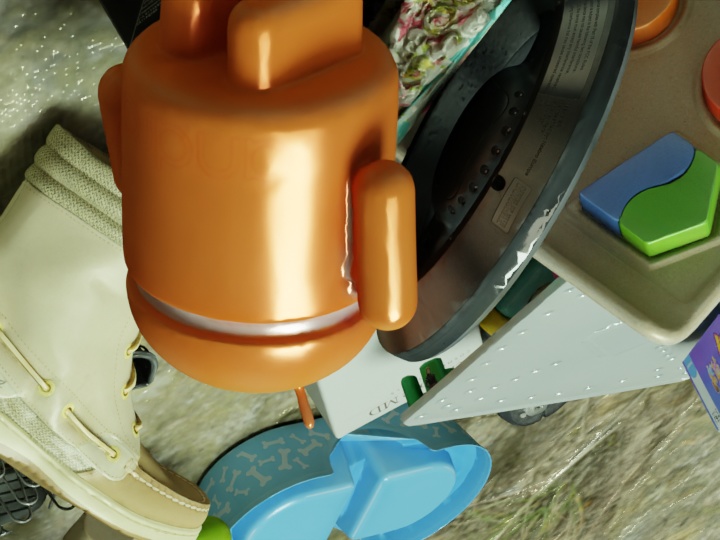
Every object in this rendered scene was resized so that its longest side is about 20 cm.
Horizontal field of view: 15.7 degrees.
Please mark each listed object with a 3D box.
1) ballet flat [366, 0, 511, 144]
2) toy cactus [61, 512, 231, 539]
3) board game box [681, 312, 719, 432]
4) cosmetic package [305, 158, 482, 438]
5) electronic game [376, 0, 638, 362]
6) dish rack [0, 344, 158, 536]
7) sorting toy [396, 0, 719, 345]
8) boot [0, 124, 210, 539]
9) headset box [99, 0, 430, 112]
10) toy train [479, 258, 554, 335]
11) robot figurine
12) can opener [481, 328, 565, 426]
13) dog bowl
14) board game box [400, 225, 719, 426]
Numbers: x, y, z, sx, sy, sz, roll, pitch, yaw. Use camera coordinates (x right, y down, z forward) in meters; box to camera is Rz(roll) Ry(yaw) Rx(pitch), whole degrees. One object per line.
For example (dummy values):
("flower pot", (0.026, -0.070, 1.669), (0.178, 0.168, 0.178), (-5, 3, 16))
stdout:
("ballet flat", (0.001, -0.087, 1.149), (0.064, 0.076, 0.200), (24, 122, -18))
("toy cactus", (-0.152, 0.167, 1.453), (0.200, 0.102, 0.165), (-13, 154, -23))
("board game box", (0.250, 0.012, 1.316), (0.134, 0.045, 0.200), (-23, 166, -12))
("cosmetic package", (0.000, 0.000, 1.407), (0.101, 0.071, 0.200), (-29, 150, -7))
("electronic game", (0.061, -0.051, 1.138), (0.042, 0.200, 0.200), (27, 124, -13))
("dish rack", (-0.204, 0.100, 1.383), (0.153, 0.055, 0.200), (-11, 144, -31))
("sorting toy", (0.137, -0.084, 1.249), (0.200, 0.185, 0.036), (-46, 155, -16))
("boot", (-0.118, 0.035, 1.279), (0.200, 0.073, 0.156), (37, 88, -31))
("headset box", (-0.019, -0.125, 1.200), (0.149, 0.075, 0.200), (-36, 150, 7))
("toy train", (0.127, -0.031, 1.436), (0.150, 0.056, 0.200), (-20, 129, -17))
("robot figurine", (-0.044, -0.035, 1.089), (0.144, 0.117, 0.200), (4, 120, 3))
("can opener", (0.093, 0.016, 1.526), (0.063, 0.079, 0.200), (-24, 140, -11))
("dog bowl", (-0.014, 0.134, 1.614), (0.200, 0.050, 0.112), (-10, 143, -32))
("board game box", (0.143, 0.020, 1.361), (0.200, 0.026, 0.200), (-7, 159, -31))
